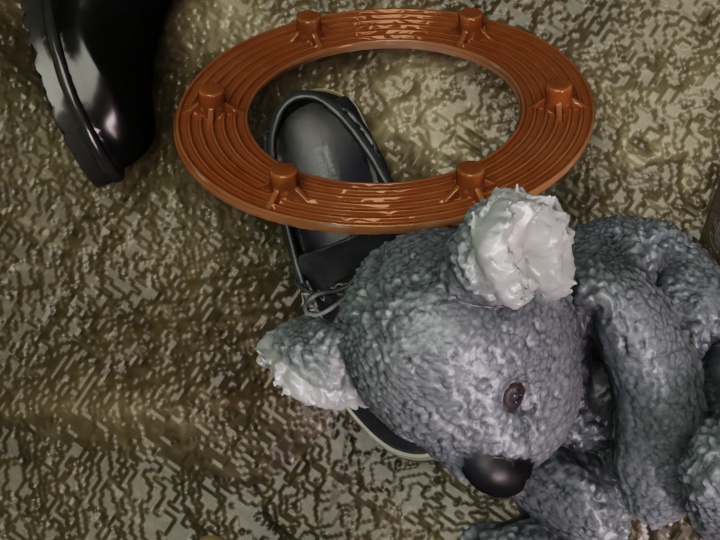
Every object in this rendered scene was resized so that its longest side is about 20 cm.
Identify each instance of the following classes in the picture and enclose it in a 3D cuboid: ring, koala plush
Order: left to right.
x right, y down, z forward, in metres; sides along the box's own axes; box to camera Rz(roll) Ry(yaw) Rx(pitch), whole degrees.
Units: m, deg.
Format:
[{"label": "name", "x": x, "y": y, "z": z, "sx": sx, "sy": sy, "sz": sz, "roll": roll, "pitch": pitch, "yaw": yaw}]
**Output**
[{"label": "ring", "x": 0.011, "y": -0.080, "z": 0.849, "sx": 0.199, "sy": 0.201, "sz": 0.019, "roll": 5, "pitch": 126, "yaw": 10}, {"label": "koala plush", "x": 0.066, "y": 0.040, "z": 0.779, "sx": 0.177, "sy": 0.199, "sz": 0.185, "roll": -30, "pitch": 52, "yaw": 38}]

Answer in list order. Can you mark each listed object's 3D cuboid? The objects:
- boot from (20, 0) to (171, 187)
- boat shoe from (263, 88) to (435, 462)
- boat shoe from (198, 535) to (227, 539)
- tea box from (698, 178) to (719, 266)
[{"label": "boot", "x": -0.091, "y": -0.158, "z": 0.916, "sx": 0.157, "sy": 0.079, "sz": 0.212, "roll": -12, "pitch": 80, "yaw": 8}, {"label": "boat shoe", "x": 0.000, "y": 0.000, "z": 0.888, "sx": 0.074, "sy": 0.062, "sz": 0.201, "roll": -21, "pitch": 80, "yaw": 4}, {"label": "boat shoe", "x": -0.087, "y": 0.208, "z": 0.754, "sx": 0.076, "sy": 0.072, "sz": 0.201, "roll": 22, "pitch": 76, "yaw": 27}, {"label": "tea box", "x": 0.252, "y": 0.010, "z": 0.754, "sx": 0.133, "sy": 0.200, "sz": 0.197, "roll": -27, "pitch": 72, "yaw": -6}]
